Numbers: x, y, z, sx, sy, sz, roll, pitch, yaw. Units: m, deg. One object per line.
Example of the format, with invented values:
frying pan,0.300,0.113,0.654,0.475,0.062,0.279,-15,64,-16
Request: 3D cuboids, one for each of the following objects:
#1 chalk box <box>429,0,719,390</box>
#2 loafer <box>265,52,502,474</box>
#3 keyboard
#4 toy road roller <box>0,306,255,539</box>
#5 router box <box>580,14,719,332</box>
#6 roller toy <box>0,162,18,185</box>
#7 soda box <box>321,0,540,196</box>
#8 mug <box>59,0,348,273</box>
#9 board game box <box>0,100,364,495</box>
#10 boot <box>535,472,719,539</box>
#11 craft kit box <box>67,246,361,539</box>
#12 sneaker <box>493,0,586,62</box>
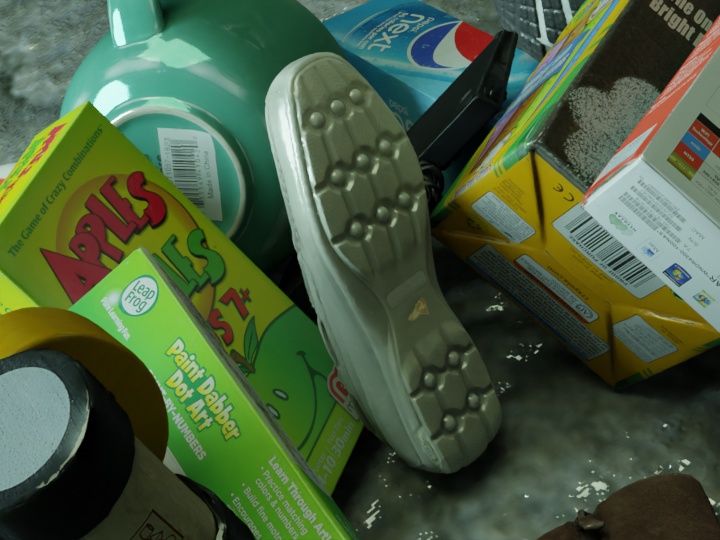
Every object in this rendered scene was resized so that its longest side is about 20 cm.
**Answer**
chalk box,0.145,-0.069,0.823,0.200,0.125,0.124,-52,6,-24
loafer,0.000,0.000,0.820,0.070,0.201,0.070,-30,19,-33
keyboard,0.019,-0.028,0.922,0.200,0.040,0.104,-46,12,39
toy road roller,-0.144,0.102,0.607,0.200,0.123,0.146,-49,49,-9
router box,0.213,-0.027,0.728,0.180,0.200,0.049,-50,3,-30
roller toy,-0.174,0.053,0.913,0.182,0.140,0.200,-34,31,8
soda box,0.052,-0.089,1.002,0.064,0.068,0.200,-27,34,-20
mug,-0.096,-0.079,0.976,0.152,0.185,0.115,-45,8,30
board game box,-0.087,0.032,0.829,0.047,0.200,0.102,-25,28,44
boot,0.076,0.167,0.693,0.199,0.073,0.166,-29,23,-1
craft kit box,-0.108,0.118,0.686,0.197,0.049,0.200,-41,49,1
sneaker,0.165,-0.146,0.917,0.198,0.074,0.081,-1,34,18
